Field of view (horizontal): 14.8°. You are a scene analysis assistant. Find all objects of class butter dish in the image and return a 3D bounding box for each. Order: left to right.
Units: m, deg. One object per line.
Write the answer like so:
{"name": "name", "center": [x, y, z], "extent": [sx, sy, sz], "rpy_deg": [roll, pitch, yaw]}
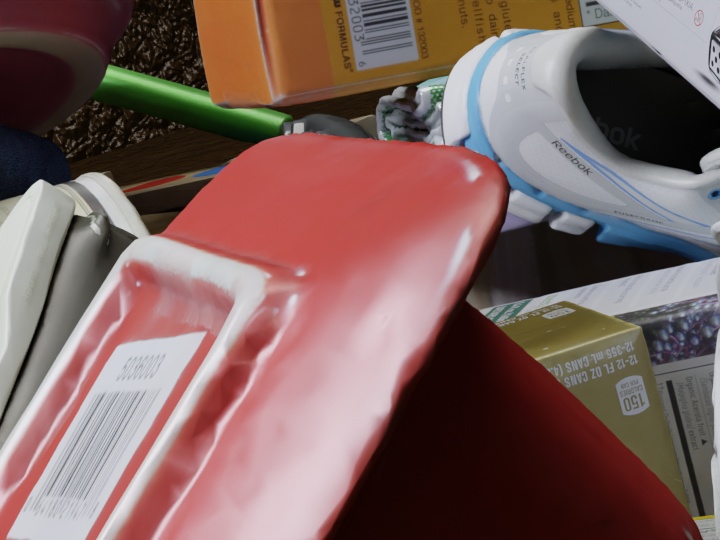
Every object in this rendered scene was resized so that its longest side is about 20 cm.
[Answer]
{"name": "butter dish", "center": [-0.004, 0.087, 0.517], "extent": [0.200, 0.148, 0.200], "rpy_deg": [-60, 14, -4]}

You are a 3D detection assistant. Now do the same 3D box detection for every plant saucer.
{"name": "plant saucer", "center": [-0.169, -0.074, 0.995], "extent": [0.200, 0.051, 0.201], "rpy_deg": [-18, -13, -4]}

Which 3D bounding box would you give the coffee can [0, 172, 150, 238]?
{"name": "coffee can", "center": [-0.162, 0.062, 0.916], "extent": [0.200, 0.147, 0.146], "rpy_deg": [-17, 8, -18]}

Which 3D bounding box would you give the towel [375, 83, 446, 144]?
{"name": "towel", "center": [0.108, -0.073, 0.974], "extent": [0.200, 0.031, 0.149], "rpy_deg": [-14, 7, -5]}

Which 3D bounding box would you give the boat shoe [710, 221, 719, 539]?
{"name": "boat shoe", "center": [0.115, 0.016, 0.683], "extent": [0.074, 0.086, 0.202], "rpy_deg": [-6, 35, 23]}

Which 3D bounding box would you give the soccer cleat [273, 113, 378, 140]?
{"name": "soccer cleat", "center": [0.000, 0.000, 0.796], "extent": [0.073, 0.068, 0.200], "rpy_deg": [11, -9, -13]}

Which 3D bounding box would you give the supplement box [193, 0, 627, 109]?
{"name": "supplement box", "center": [0.046, -0.103, 0.960], "extent": [0.200, 0.069, 0.067], "rpy_deg": [-10, 6, -22]}

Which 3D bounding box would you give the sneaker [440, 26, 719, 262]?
{"name": "sneaker", "center": [0.129, -0.030, 0.858], "extent": [0.200, 0.075, 0.087], "rpy_deg": [13, -12, -16]}

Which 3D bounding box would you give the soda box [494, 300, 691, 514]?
{"name": "soda box", "center": [-0.020, 0.069, 0.726], "extent": [0.200, 0.064, 0.068], "rpy_deg": [-18, 9, -11]}

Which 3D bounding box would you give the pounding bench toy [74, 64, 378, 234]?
{"name": "pounding bench toy", "center": [-0.060, -0.018, 1.108], "extent": [0.156, 0.200, 0.124], "rpy_deg": [-12, 7, 21]}

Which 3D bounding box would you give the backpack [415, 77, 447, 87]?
{"name": "backpack", "center": [0.109, -0.053, 1.193], "extent": [0.200, 0.154, 0.176], "rpy_deg": [-23, -20, 7]}

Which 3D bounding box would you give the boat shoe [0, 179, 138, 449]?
{"name": "boat shoe", "center": [-0.101, 0.068, 0.802], "extent": [0.072, 0.060, 0.202], "rpy_deg": [-38, 30, 52]}

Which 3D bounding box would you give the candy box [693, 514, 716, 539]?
{"name": "candy box", "center": [0.010, 0.102, 0.761], "extent": [0.200, 0.026, 0.102], "rpy_deg": [-10, 12, 29]}

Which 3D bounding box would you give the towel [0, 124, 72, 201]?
{"name": "towel", "center": [-0.187, -0.030, 0.938], "extent": [0.112, 0.049, 0.200], "rpy_deg": [-26, -16, 19]}

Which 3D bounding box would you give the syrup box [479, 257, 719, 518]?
{"name": "syrup box", "center": [0.128, 0.036, 0.816], "extent": [0.200, 0.082, 0.079], "rpy_deg": [-13, 9, 17]}

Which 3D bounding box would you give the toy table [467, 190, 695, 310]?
{"name": "toy table", "center": [0.072, 0.010, 0.979], "extent": [0.184, 0.117, 0.200], "rpy_deg": [-9, 9, 39]}

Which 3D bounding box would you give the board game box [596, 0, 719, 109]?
{"name": "board game box", "center": [0.174, -0.071, 0.824], "extent": [0.200, 0.035, 0.126], "rpy_deg": [3, 27, -27]}
